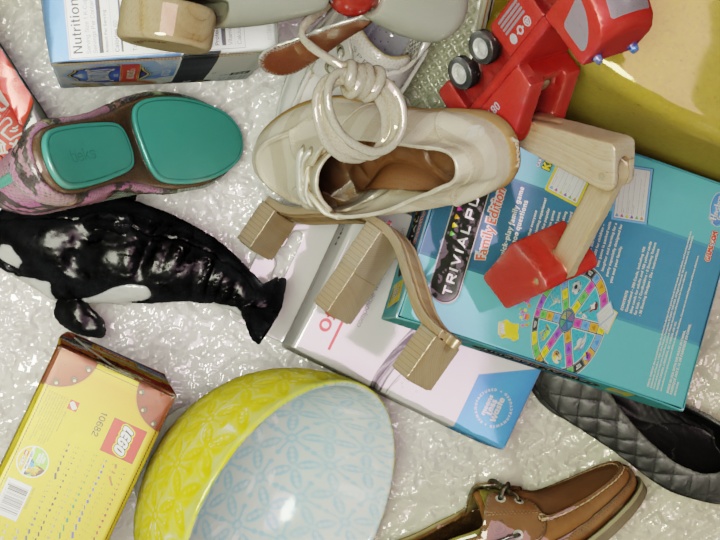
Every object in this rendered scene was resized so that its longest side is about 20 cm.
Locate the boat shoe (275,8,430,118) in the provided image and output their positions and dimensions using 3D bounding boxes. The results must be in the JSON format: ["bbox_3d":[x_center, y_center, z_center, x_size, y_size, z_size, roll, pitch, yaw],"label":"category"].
[{"bbox_3d":[0.004,-0.141,0.982,0.071,0.069,0.200,26,104,-12],"label":"boat shoe"}]

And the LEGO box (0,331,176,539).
[{"bbox_3d":[-0.194,0.146,0.963,0.077,0.149,0.200,25,87,-9],"label":"LEGO box"}]

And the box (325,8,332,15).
[{"bbox_3d":[0.010,-0.198,1.049,0.039,0.041,0.200,26,87,-9],"label":"box"}]

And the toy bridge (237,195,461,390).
[{"bbox_3d":[0.000,0.000,0.963,0.027,0.200,0.067,31,94,-46],"label":"toy bridge"}]

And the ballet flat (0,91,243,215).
[{"bbox_3d":[-0.159,-0.072,0.982,0.071,0.200,0.069,-16,92,34],"label":"ballet flat"}]

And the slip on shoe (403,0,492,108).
[{"bbox_3d":[0.051,-0.139,1.046,0.074,0.061,0.200,15,101,11],"label":"slip on shoe"}]

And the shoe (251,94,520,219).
[{"bbox_3d":[0.001,-0.068,0.929,0.053,0.200,0.070,-33,114,-43],"label":"shoe"}]

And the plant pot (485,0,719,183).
[{"bbox_3d":[0.196,-0.169,0.990,0.200,0.195,0.194,16,88,-17],"label":"plant pot"}]

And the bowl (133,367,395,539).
[{"bbox_3d":[-0.080,0.142,0.991,0.108,0.200,0.200,25,85,34],"label":"bowl"}]

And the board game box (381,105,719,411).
[{"bbox_3d":[0.132,-0.010,1.002,0.200,0.047,0.151,18,83,-10],"label":"board game box"}]

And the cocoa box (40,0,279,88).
[{"bbox_3d":[-0.129,-0.185,0.944,0.131,0.200,0.134,-5,94,-9],"label":"cocoa box"}]

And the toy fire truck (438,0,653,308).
[{"bbox_3d":[0.114,-0.082,0.892,0.049,0.200,0.141,-22,73,-36],"label":"toy fire truck"}]

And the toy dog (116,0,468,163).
[{"bbox_3d":[-0.052,-0.152,0.827,0.200,0.096,0.132,29,85,-28],"label":"toy dog"}]

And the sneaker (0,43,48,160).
[{"bbox_3d":[-0.284,-0.128,0.986,0.108,0.067,0.201,-33,98,-10],"label":"sneaker"}]

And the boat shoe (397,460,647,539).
[{"bbox_3d":[0.099,0.177,1.051,0.200,0.072,0.068,-30,95,-9],"label":"boat shoe"}]

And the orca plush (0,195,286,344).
[{"bbox_3d":[-0.149,-0.006,0.986,0.200,0.071,0.105,28,73,8],"label":"orca plush"}]

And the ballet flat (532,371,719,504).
[{"bbox_3d":[0.208,0.106,1.066,0.200,0.057,0.066,28,45,-11],"label":"ballet flat"}]

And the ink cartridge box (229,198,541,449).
[{"bbox_3d":[0.025,0.026,1.039,0.200,0.068,0.116,26,85,-8],"label":"ink cartridge box"}]
